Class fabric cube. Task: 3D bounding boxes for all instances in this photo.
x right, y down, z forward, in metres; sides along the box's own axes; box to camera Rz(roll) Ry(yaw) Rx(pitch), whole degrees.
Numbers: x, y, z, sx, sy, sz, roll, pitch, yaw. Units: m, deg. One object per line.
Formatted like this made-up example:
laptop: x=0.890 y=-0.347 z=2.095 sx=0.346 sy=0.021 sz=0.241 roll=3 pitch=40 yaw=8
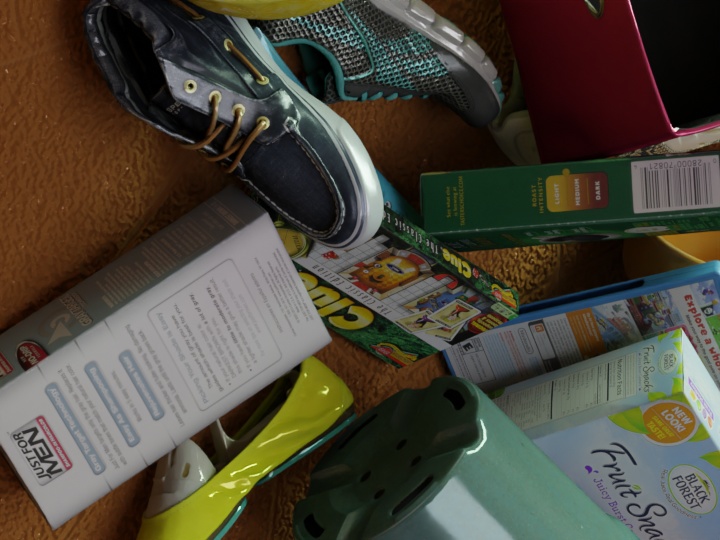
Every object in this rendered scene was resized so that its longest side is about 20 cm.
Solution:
fabric cube: x=0.208 y=-0.188 z=1.377 sx=0.198 sy=0.199 sz=0.198 roll=-17 pitch=92 yaw=-18

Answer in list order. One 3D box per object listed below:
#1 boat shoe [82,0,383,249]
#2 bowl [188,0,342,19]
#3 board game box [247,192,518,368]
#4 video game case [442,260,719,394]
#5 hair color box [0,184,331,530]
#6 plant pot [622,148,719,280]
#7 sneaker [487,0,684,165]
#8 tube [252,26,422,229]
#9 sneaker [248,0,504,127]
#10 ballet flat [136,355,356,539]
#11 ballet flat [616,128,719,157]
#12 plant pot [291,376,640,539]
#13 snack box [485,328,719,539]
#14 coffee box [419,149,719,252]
boat shoe: x=-0.077 y=-0.084 z=1.247 sx=0.091 sy=0.201 sz=0.071 roll=-25 pitch=161 yaw=-53
bowl: x=-0.044 y=-0.224 z=1.255 sx=0.201 sy=0.199 sz=0.108 roll=-61 pitch=161 yaw=-10
board game box: x=0.000 y=0.000 z=1.379 sx=0.199 sy=0.104 sz=0.024 roll=31 pitch=48 yaw=-40
video game case: x=0.168 y=0.075 z=1.492 sx=0.018 sy=0.198 sz=0.144 roll=-75 pitch=147 yaw=-55
hair color box: x=-0.126 y=0.049 z=1.277 sx=0.199 sy=0.061 sz=0.099 roll=-34 pitch=121 yaw=-12
plant pot: x=0.280 y=0.039 z=1.574 sx=0.199 sy=0.200 sz=0.185 roll=-19 pitch=128 yaw=-35
sneaker: x=0.155 y=-0.154 z=1.491 sx=0.081 sy=0.075 sz=0.201 roll=35 pitch=78 yaw=-30
tube: x=-0.031 y=-0.065 z=1.367 sx=0.077 sy=0.050 sz=0.200 roll=-44 pitch=127 yaw=4
sneaker: x=0.006 y=-0.136 z=1.374 sx=0.200 sy=0.077 sz=0.092 roll=35 pitch=87 yaw=-32
ballet flat: x=-0.086 y=0.120 z=1.366 sx=0.200 sy=0.067 sz=0.067 roll=-40 pitch=102 yaw=-29
ballet flat: x=0.259 y=-0.119 z=1.578 sx=0.199 sy=0.075 sz=0.068 roll=-14 pitch=110 yaw=-37
plant pot: x=0.072 y=0.185 z=1.370 sx=0.200 sy=0.200 sz=0.196 roll=-49 pitch=114 yaw=-20
snack box: x=0.162 y=0.144 z=1.485 sx=0.169 sy=0.199 sz=0.068 roll=54 pitch=26 yaw=-33
coffee box: x=0.144 y=-0.044 z=1.401 sx=0.123 sy=0.198 sz=0.044 roll=14 pitch=72 yaw=-75
